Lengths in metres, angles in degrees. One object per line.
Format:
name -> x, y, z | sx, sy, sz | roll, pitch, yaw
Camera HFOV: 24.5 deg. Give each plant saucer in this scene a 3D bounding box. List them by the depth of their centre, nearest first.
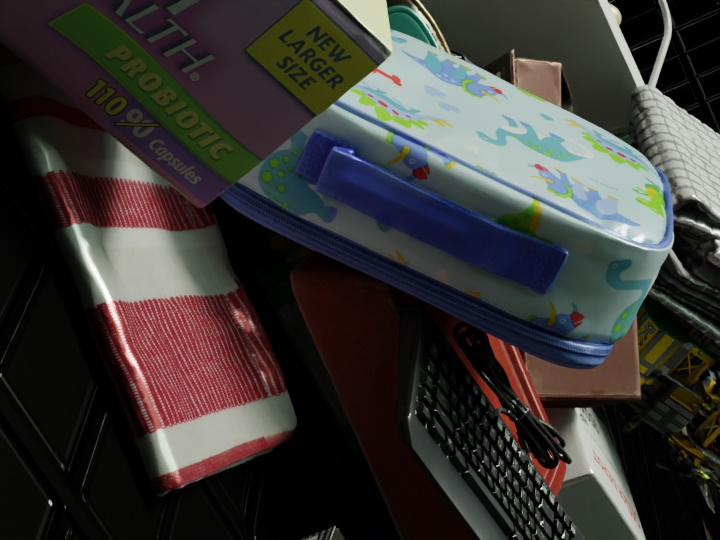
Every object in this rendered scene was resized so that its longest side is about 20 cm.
plant saucer -> 0.047, 0.061, 0.816 | 0.200, 0.037, 0.200 | 66, 20, -8

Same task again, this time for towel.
towel -> -0.084, -0.017, 0.653 | 0.200, 0.023, 0.144 | 69, 14, 4
towel -> 0.240, -0.010, 1.077 | 0.200, 0.086, 0.166 | 31, 26, -22

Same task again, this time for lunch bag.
lunch bag -> 0.038, -0.040, 0.747 | 0.200, 0.082, 0.161 | 24, 19, -1

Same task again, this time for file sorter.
file sorter -> 0.103, -0.174, 1.175 | 0.139, 0.200, 0.125 | 59, 38, -31

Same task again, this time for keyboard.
keyboard -> 0.068, 0.087, 0.765 | 0.200, 0.021, 0.127 | 55, 25, -37

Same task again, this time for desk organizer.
desk organizer -> 0.109, -0.019, 0.965 | 0.072, 0.077, 0.200 | 158, -68, -67

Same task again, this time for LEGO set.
LEGO set -> 0.194, 0.067, 1.123 | 0.154, 0.116, 0.200 | 29, 24, -22

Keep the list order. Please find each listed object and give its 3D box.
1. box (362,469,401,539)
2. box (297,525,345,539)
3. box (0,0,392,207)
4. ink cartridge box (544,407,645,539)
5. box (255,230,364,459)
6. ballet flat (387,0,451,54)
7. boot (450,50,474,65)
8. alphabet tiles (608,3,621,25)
box -> 0.041, 0.158, 0.825 | 0.121, 0.032, 0.200 | 62, 16, -21
box -> -0.007, 0.200, 0.553 | 0.200, 0.044, 0.160 | -67, 133, -71
box -> -0.086, -0.155, 0.624 | 0.176, 0.097, 0.200 | 41, 24, -28
ink cartridge box -> 0.109, 0.089, 1.084 | 0.145, 0.084, 0.200 | 51, 21, -52
box -> 0.000, 0.000, 0.897 | 0.117, 0.048, 0.200 | 63, 17, -19
ballet flat -> -0.004, -0.133, 0.855 | 0.200, 0.070, 0.065 | 62, 4, -16
boot -> 0.015, -0.126, 1.010 | 0.075, 0.097, 0.200 | 37, -17, 44
alphabet tiles -> 0.092, -0.199, 1.260 | 0.196, 0.200, 0.015 | 112, 3, -51
